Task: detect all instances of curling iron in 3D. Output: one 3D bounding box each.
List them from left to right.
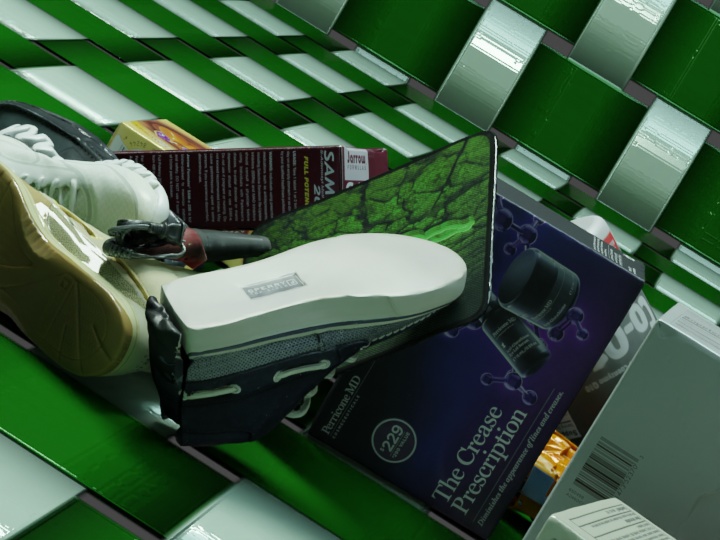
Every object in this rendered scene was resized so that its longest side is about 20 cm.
[{"bbox_3d":[-0.100,-0.014,1.436,0.049,0.026,0.200,2,-1,20],"label":"curling iron"}]

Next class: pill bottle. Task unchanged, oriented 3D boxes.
[{"bbox_3d":[0.176,0.071,1.729,0.200,0.114,0.114,61,8,-9],"label":"pill bottle"}]

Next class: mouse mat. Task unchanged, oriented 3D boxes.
[{"bbox_3d":[0.000,0.000,1.464,0.008,0.199,0.161,45,35,-36],"label":"mouse mat"}]

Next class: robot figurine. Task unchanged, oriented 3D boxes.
[{"bbox_3d":[0.100,0.121,1.642,0.200,0.058,0.145,36,10,24],"label":"robot figurine"}]

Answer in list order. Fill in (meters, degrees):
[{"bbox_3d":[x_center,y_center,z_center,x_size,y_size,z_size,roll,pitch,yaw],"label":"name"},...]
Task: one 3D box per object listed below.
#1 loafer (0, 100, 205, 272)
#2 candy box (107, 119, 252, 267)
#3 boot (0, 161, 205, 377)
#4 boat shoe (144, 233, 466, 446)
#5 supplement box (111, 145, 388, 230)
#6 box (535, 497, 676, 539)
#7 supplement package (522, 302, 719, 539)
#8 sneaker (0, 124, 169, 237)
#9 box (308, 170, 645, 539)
[{"bbox_3d":[-0.193,-0.056,1.628,0.200,0.068,0.070,38,3,16],"label":"loafer"},{"bbox_3d":[-0.104,-0.047,1.856,0.200,0.057,0.117,31,11,10],"label":"candy box"},{"bbox_3d":[-0.165,0.001,1.438,0.200,0.073,0.155,40,14,31],"label":"boot"},{"bbox_3d":[-0.033,0.042,1.373,0.199,0.093,0.075,-10,36,-21],"label":"boat shoe"},{"bbox_3d":[-0.089,-0.059,1.691,0.199,0.061,0.109,-1,1,19],"label":"supplement box"},{"bbox_3d":[0.171,0.224,1.246,0.200,0.109,0.128,35,12,20],"label":"box"},{"bbox_3d":[0.202,0.147,1.426,0.155,0.200,0.111,32,11,10],"label":"supplement package"},{"bbox_3d":[-0.206,-0.047,1.536,0.200,0.075,0.081,18,11,41],"label":"sneaker"},{"bbox_3d":[0.076,0.051,1.522,0.141,0.200,0.079,30,11,3],"label":"box"}]
